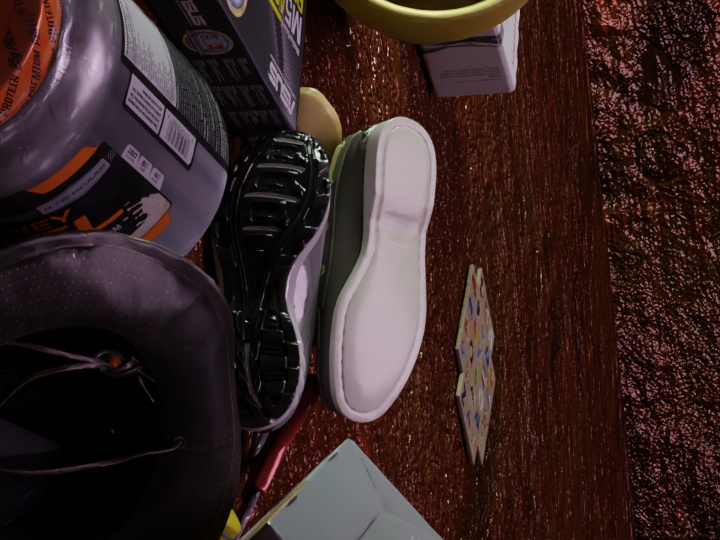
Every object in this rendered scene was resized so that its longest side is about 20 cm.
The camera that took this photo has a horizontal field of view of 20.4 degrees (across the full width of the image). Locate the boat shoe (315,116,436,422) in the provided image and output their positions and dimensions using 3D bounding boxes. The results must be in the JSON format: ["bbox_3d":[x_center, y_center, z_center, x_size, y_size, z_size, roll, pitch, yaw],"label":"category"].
[{"bbox_3d":[0.002,0.001,1.311,0.072,0.060,0.203,20,73,-38],"label":"boat shoe"}]

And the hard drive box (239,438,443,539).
[{"bbox_3d":[-0.065,0.186,0.929,0.077,0.200,0.156,46,15,3],"label":"hard drive box"}]

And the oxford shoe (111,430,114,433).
[{"bbox_3d":[-0.133,0.024,0.954,0.071,0.071,0.201,45,49,-56],"label":"oxford shoe"}]

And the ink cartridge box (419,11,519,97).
[{"bbox_3d":[0.097,-0.282,1.915,0.200,0.083,0.145,66,25,-55],"label":"ink cartridge box"}]

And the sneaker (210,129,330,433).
[{"bbox_3d":[-0.060,0.007,1.277,0.079,0.073,0.202,73,24,-74],"label":"sneaker"}]

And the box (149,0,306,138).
[{"bbox_3d":[-0.079,-0.198,1.260,0.200,0.044,0.161,59,31,-63],"label":"box"}]

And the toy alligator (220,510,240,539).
[{"bbox_3d":[-0.122,0.116,1.027,0.200,0.059,0.054,42,10,-50],"label":"toy alligator"}]

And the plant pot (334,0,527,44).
[{"bbox_3d":[0.052,-0.261,1.540,0.189,0.199,0.202,98,-8,-80],"label":"plant pot"}]

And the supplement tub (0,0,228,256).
[{"bbox_3d":[-0.138,-0.071,0.834,0.200,0.122,0.124,46,43,-69],"label":"supplement tub"}]

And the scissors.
[{"bbox_3d":[-0.071,0.149,1.280,0.073,0.014,0.201,-39,-157,57],"label":"scissors"}]

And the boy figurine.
[{"bbox_3d":[-0.032,-0.036,1.389,0.125,0.064,0.201,-78,159,-45],"label":"boy figurine"}]

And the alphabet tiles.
[{"bbox_3d":[0.123,0.100,2.124,0.201,0.006,0.167,-76,159,-48],"label":"alphabet tiles"}]

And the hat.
[{"bbox_3d":[-0.145,0.066,0.845,0.199,0.081,0.202,-16,119,-30],"label":"hat"}]
